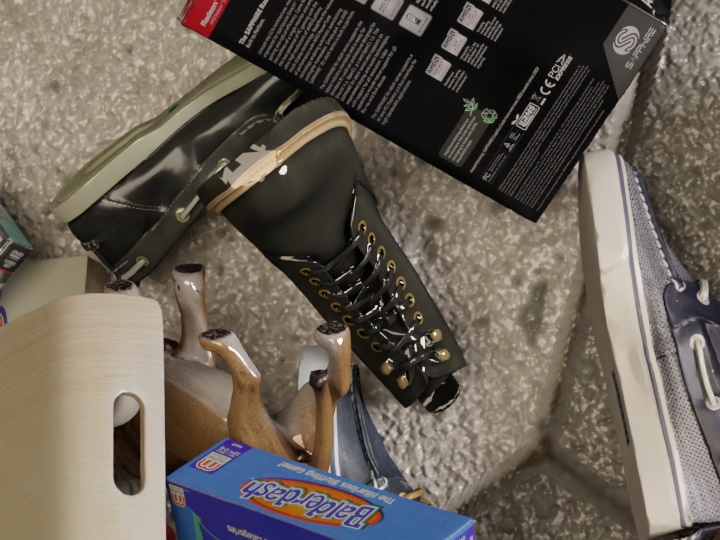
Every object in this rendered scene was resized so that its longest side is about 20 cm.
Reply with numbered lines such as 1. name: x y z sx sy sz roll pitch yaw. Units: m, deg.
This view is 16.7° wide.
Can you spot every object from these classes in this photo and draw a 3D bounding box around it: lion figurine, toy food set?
1. lion figurine: -0.066 0.070 1.172 0.200 0.072 0.123 28 128 54
2. toy food set: -0.162 0.106 1.165 0.200 0.060 0.144 -25 60 44

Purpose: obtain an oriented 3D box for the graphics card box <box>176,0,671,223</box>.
1. graphics card box: 0.031 -0.124 1.150 0.200 0.051 0.126 29 119 -5

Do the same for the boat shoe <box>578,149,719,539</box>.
1. boat shoe: 0.162 0.035 1.162 0.092 0.075 0.201 -10 82 -1

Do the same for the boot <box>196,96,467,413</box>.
1. boot: 0.000 0.000 1.145 0.077 0.200 0.138 -35 82 7

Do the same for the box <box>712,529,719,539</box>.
1. box: 0.162 0.229 1.121 0.100 0.075 0.200 27 101 -27

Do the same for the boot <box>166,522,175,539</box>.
1. boot: -0.159 0.188 1.257 0.199 0.072 0.145 0 85 13

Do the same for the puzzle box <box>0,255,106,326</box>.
1. puzzle box: -0.199 0.094 1.261 0.133 0.025 0.201 -5 69 22

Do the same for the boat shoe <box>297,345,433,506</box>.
1. boat shoe: 0.023 0.131 1.203 0.091 0.071 0.201 -9 84 4

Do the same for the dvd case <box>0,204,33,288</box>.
1. dvd case: -0.269 0.019 1.294 0.200 0.022 0.146 -51 51 11

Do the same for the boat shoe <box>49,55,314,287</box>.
1. boat shoe: -0.061 -0.070 1.240 0.200 0.072 0.068 -37 101 8

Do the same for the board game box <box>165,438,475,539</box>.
1. board game box: -0.005 0.187 1.107 0.152 0.045 0.200 13 124 41
